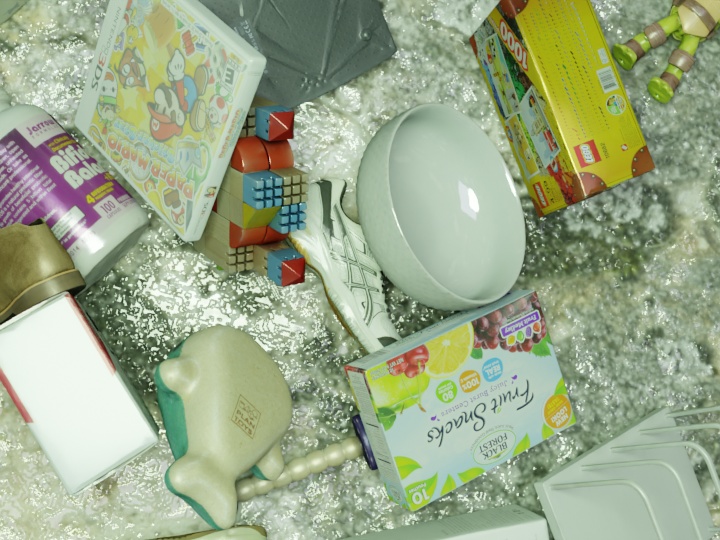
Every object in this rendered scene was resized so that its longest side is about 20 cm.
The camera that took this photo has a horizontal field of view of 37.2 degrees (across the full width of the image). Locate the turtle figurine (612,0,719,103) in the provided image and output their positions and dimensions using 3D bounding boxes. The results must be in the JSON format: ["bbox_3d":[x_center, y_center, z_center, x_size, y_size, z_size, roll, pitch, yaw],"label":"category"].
[{"bbox_3d":[0.337,-0.266,1.110,0.161,0.064,0.200,-45,101,-1],"label":"turtle figurine"}]

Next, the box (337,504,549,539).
[{"bbox_3d":[0.078,0.307,1.016,0.199,0.097,0.125,-9,87,-9],"label":"box"}]

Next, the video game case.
[{"bbox_3d":[-0.177,-0.156,0.953,0.200,0.023,0.182,43,123,30],"label":"video game case"}]

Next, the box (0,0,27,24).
[{"bbox_3d":[-0.374,-0.347,0.985,0.109,0.128,0.200,-44,93,-9],"label":"box"}]

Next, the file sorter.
[{"bbox_3d":[0.292,0.221,1.000,0.199,0.124,0.139,-20,89,-37],"label":"file sorter"}]

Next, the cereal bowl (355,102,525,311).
[{"bbox_3d":[0.067,-0.053,1.022,0.200,0.083,0.201,20,61,-39],"label":"cereal bowl"}]

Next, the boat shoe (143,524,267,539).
[{"bbox_3d":[-0.181,0.284,0.987,0.199,0.074,0.067,-9,67,-8],"label":"boat shoe"}]

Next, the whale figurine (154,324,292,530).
[{"bbox_3d":[-0.137,0.143,0.961,0.104,0.200,0.159,-29,120,26],"label":"whale figurine"}]

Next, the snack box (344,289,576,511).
[{"bbox_3d":[0.098,0.119,1.020,0.199,0.053,0.143,-23,101,-24],"label":"snack box"}]

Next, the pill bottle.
[{"bbox_3d":[-0.300,-0.080,0.984,0.200,0.112,0.112,45,82,-3],"label":"pill bottle"}]

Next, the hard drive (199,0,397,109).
[{"bbox_3d":[-0.075,-0.229,1.040,0.199,0.042,0.135,-28,104,-17],"label":"hard drive"}]

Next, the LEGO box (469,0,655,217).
[{"bbox_3d":[0.190,-0.165,1.040,0.077,0.149,0.201,-21,88,-8],"label":"LEGO box"}]

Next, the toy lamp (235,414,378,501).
[{"bbox_3d":[-0.047,0.184,1.029,0.199,0.058,0.058,-18,88,-8],"label":"toy lamp"}]

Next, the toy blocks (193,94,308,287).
[{"bbox_3d":[-0.098,-0.074,0.960,0.100,0.137,0.201,-11,115,-32],"label":"toy blocks"}]

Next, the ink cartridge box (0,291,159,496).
[{"bbox_3d":[-0.246,0.105,0.935,0.083,0.200,0.146,-32,91,-11],"label":"ink cartridge box"}]

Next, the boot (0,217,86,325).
[{"bbox_3d":[-0.313,0.013,0.949,0.073,0.200,0.076,-24,88,-47],"label":"boot"}]

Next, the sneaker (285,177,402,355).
[{"bbox_3d":[0.000,0.000,1.038,0.087,0.076,0.200,-33,91,-9],"label":"sneaker"}]
